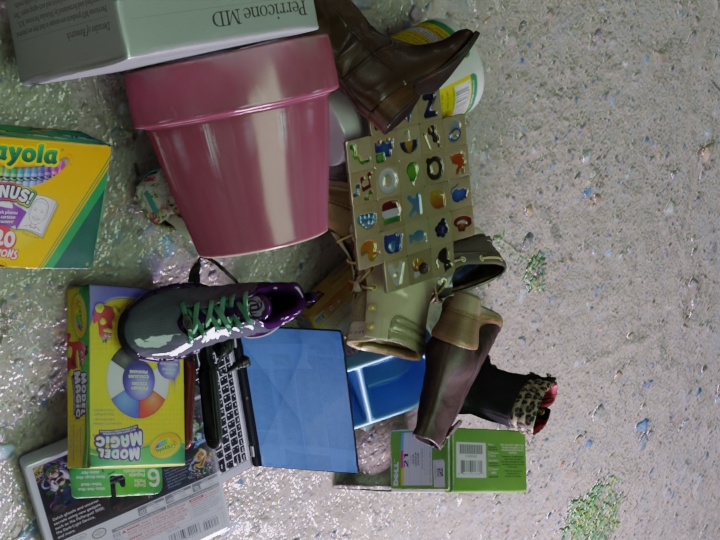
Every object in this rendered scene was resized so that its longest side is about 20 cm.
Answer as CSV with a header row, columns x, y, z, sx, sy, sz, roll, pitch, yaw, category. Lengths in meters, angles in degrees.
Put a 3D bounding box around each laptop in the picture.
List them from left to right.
x,y,z,sx,sy,sz,roll,pitch,yaw,category
-0.120,0.166,1.408,0.199,0.115,0.190,-26,123,-33,laptop

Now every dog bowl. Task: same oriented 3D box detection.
x,y,z,sx,sy,sz,roll,pitch,yaw,category
-0.001,0.128,1.491,0.198,0.050,0.112,-18,127,-8,dog bowl

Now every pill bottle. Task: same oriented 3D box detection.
x,y,z,sx,sy,sz,roll,pitch,yaw,category
0.029,-0.188,1.404,0.199,0.112,0.114,-30,126,-31,pill bottle

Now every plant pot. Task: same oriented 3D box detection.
x,y,z,sx,sy,sz,roll,pitch,yaw,category
-0.108,-0.113,1.214,0.198,0.199,0.182,-18,102,-37,plant pot

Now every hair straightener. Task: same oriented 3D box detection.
x,y,z,sx,sy,sz,roll,pitch,yaw,category
-0.153,0.085,1.348,0.076,0.041,0.203,5,75,-30,hair straightener

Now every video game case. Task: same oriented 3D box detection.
x,y,z,sx,sy,sz,roll,pitch,yaw,category
-0.241,0.235,1.363,0.198,0.023,0.184,-21,121,-23,video game case

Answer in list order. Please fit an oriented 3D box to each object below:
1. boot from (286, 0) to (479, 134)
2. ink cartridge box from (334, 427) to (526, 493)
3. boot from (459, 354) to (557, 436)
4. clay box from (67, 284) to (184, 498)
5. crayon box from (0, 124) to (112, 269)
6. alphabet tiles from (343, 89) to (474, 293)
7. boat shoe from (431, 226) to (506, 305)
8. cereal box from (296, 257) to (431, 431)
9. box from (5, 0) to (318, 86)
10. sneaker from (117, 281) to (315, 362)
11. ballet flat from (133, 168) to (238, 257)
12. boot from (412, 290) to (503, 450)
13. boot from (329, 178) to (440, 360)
x,y,z,sx,sy,sz,roll,pitch,yaw,category
0.007,-0.257,1.324,0.186,0.200,0.064,-42,175,-39,boot
0.083,0.236,1.600,0.147,0.198,0.077,10,77,-45,ink cartridge box
0.170,0.135,1.613,0.200,0.149,0.074,-34,135,-61,boot
-0.230,0.119,1.281,0.114,0.047,0.203,5,79,-44,clay box
-0.326,-0.067,1.155,0.198,0.058,0.120,0,107,-43,crayon box
0.054,-0.084,1.367,0.165,0.006,0.203,-18,109,-36,alphabet tiles
0.089,0.005,1.514,0.199,0.060,0.072,-19,145,-40,boat shoe
0.012,0.075,1.549,0.144,0.039,0.201,-44,132,-22,cereal box
-0.175,-0.244,1.108,0.197,0.199,0.133,-18,101,-38,box
-0.141,0.038,1.281,0.198,0.087,0.075,-13,86,-40,sneaker
-0.143,-0.047,1.326,0.198,0.064,0.076,13,133,-41,ballet flat
0.100,0.115,1.455,0.200,0.071,0.168,41,66,-75,boot
0.000,0.000,1.400,0.198,0.073,0.157,24,70,-26,boot
